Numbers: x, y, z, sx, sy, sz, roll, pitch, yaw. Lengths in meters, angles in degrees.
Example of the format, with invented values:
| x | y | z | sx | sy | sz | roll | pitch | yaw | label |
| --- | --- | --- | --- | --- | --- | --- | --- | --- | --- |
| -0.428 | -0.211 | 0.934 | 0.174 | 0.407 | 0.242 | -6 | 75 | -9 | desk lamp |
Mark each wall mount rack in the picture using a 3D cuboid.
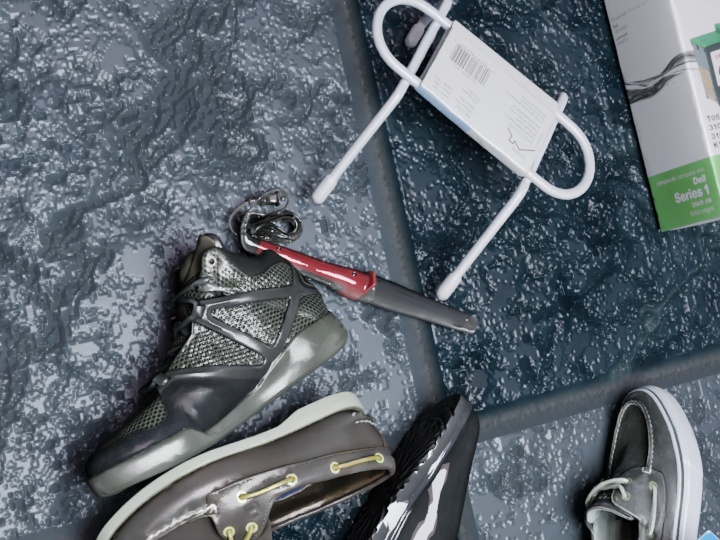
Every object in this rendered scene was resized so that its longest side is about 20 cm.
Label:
| x | y | z | sx | sy | sz | roll | pitch | yaw | label |
| --- | --- | --- | --- | --- | --- | --- | --- | --- | --- |
| 0.063 | -0.090 | 0.886 | 0.199 | 0.074 | 0.175 | 36 | 61 | -14 | wall mount rack |

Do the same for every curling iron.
| x | y | z | sx | sy | sz | roll | pitch | yaw | label |
| --- | --- | --- | --- | --- | --- | --- | --- | --- | --- |
| 0.000 | 0.000 | 0.876 | 0.198 | 0.026 | 0.050 | 27 | 77 | -17 | curling iron |

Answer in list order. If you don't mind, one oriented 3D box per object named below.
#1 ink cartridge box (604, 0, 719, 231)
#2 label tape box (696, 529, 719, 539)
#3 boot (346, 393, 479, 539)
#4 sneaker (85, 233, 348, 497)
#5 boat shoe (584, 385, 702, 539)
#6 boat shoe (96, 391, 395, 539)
| x | y | z | sx | sy | sz | roll | pitch | yaw | label |
| --- | --- | --- | --- | --- | --- | --- | --- | --- | --- |
| 0.290 | -0.147 | 0.983 | 0.144 | 0.084 | 0.203 | -14 | 89 | -24 | ink cartridge box |
| 0.212 | 0.291 | 0.827 | 0.200 | 0.066 | 0.143 | -47 | 120 | 5 | label tape box |
| 0.094 | 0.208 | 0.864 | 0.199 | 0.066 | 0.166 | 37 | 79 | -11 | boot |
| -0.110 | 0.054 | 0.800 | 0.199 | 0.076 | 0.115 | -37 | 96 | -25 | sneaker |
| 0.197 | 0.174 | 0.891 | 0.070 | 0.072 | 0.202 | 16 | 61 | -24 | boat shoe |
| -0.069 | 0.146 | 0.796 | 0.200 | 0.072 | 0.061 | -26 | 61 | -24 | boat shoe |
